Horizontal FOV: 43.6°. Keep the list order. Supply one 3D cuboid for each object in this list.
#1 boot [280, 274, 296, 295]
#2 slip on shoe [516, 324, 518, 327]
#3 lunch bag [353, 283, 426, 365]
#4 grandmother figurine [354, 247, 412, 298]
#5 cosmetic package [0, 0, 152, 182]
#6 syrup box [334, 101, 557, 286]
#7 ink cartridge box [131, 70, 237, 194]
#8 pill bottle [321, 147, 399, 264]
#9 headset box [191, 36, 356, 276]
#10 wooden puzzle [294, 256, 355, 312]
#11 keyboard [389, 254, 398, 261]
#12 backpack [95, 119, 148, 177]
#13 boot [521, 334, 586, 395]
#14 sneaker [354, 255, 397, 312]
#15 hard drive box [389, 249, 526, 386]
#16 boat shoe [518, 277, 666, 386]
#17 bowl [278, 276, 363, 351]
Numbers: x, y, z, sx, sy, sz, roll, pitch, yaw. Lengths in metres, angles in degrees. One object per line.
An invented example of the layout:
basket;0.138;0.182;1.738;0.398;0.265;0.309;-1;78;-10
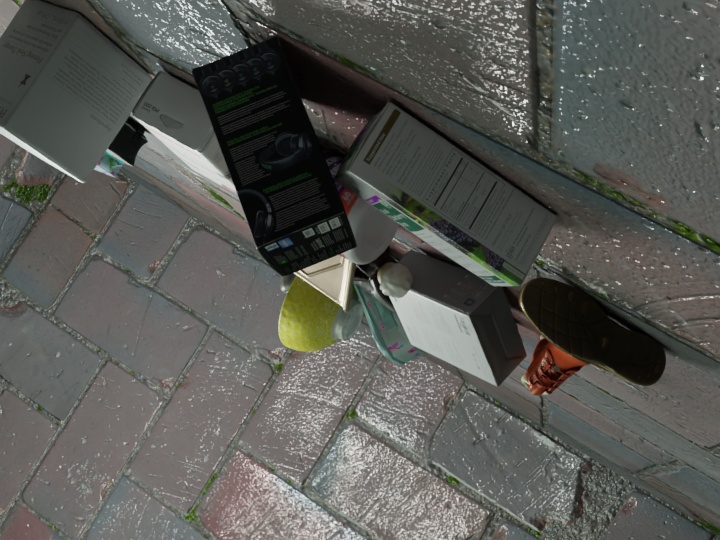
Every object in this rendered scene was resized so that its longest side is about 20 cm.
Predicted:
boot;-0.165;-0.054;1.754;0.130;0.201;0.068;31;134;-27
slip on shoe;0.174;0.065;1.505;0.199;0.061;0.076;36;172;-20
lunch bag;0.051;0.074;1.708;0.201;0.077;0.160;66;-167;18
grandmother figurine;0.005;-0.034;1.385;0.060;0.122;0.200;-21;-124;-42
cosmetic package;-0.465;-0.276;1.380;0.167;0.201;0.166;25;171;39
syrup box;0.080;-0.070;0.868;0.199;0.082;0.079;32;173;-9
ink cartridge box;-0.231;-0.199;1.365;0.145;0.085;0.200;29;175;23
pill bottle;-0.053;-0.098;1.155;0.199;0.112;0.111;28;173;27
headset box;-0.085;-0.114;0.918;0.174;0.092;0.202;70;178;-81
wooden puzzle;-0.068;-0.059;1.378;0.200;0.037;0.186;37;134;32
keyboard;-0.004;-0.061;1.660;0.199;0.011;0.056;34;179;-8
backpack;-0.608;-0.314;2.060;0.199;0.151;0.177;33;177;41
boot;0.290;0.138;1.318;0.075;0.108;0.200;33;172;4
sneaker;0.000;0.000;1.618;0.199;0.076;0.114;43;152;-14
hard drive box;0.143;0.071;1.398;0.199;0.077;0.157;23;147;47
boat shoe;0.272;0.077;1.093;0.199;0.072;0.068;31;172;-8
bowl;-0.058;0.078;1.738;0.107;0.201;0.200;25;171;22
